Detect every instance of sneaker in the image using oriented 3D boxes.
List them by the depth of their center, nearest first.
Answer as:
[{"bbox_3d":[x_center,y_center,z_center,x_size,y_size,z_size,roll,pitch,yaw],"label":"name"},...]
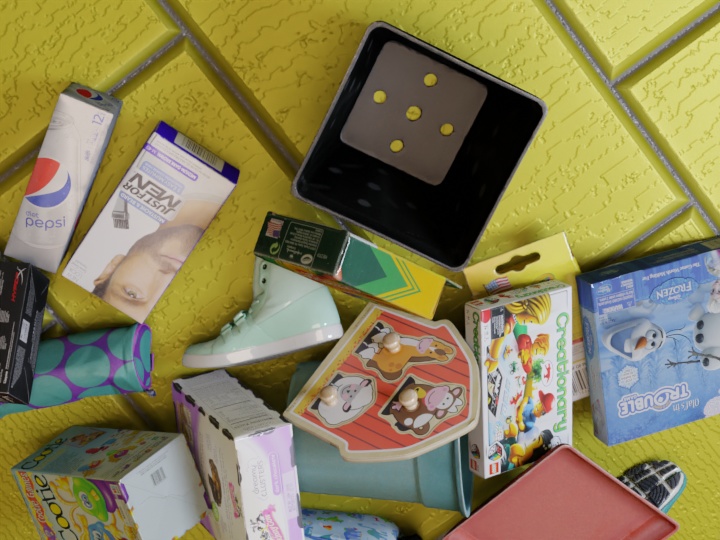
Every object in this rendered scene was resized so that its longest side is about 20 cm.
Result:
[{"bbox_3d":[-0.121,0.044,1.745,0.200,0.074,0.118,-16,83,20],"label":"sneaker"},{"bbox_3d":[0.327,0.310,1.831,0.080,0.078,0.200,23,111,-30],"label":"sneaker"}]

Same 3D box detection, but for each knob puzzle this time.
[{"bbox_3d":[0.039,0.122,1.627,0.220,0.220,0.030,-16,136,6],"label":"knob puzzle"}]

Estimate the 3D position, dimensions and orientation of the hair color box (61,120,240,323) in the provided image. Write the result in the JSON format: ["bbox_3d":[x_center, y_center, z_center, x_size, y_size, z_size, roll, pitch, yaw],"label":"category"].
[{"bbox_3d":[-0.234,-0.053,1.707,0.109,0.065,0.200,32,107,-10],"label":"hair color box"}]

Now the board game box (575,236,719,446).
[{"bbox_3d":[0.350,0.079,1.727,0.200,0.043,0.199,-15,110,-15],"label":"board game box"}]

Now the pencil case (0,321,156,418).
[{"bbox_3d":[-0.337,0.117,1.752,0.200,0.085,0.092,-10,153,4],"label":"pencil case"}]

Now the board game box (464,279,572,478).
[{"bbox_3d":[0.177,0.120,1.693,0.126,0.035,0.200,-14,111,-30],"label":"board game box"}]

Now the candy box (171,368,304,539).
[{"bbox_3d":[-0.139,0.224,1.722,0.072,0.200,0.168,-13,110,-24],"label":"candy box"}]

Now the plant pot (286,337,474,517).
[{"bbox_3d":[0.025,0.176,1.724,0.196,0.200,0.200,0,108,9],"label":"plant pot"}]

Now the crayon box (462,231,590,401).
[{"bbox_3d":[0.207,0.058,1.747,0.127,0.051,0.200,-20,108,6],"label":"crayon box"}]

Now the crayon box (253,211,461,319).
[{"bbox_3d":[0.000,0.000,1.632,0.200,0.127,0.051,23,84,-46],"label":"crayon box"}]

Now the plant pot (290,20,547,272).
[{"bbox_3d":[0.058,-0.149,1.614,0.199,0.177,0.200,25,108,-8],"label":"plant pot"}]

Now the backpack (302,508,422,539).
[{"bbox_3d":[-0.028,0.350,1.801,0.200,0.163,0.154,-7,100,10],"label":"backpack"}]

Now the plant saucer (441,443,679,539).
[{"bbox_3d":[0.227,0.291,1.750,0.200,0.037,0.200,36,116,-26],"label":"plant saucer"}]

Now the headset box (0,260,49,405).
[{"bbox_3d":[-0.462,0.063,1.695,0.200,0.077,0.149,3,75,9],"label":"headset box"}]

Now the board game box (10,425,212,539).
[{"bbox_3d":[-0.284,0.249,1.733,0.200,0.105,0.103,-1,114,43],"label":"board game box"}]

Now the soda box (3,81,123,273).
[{"bbox_3d":[-0.329,-0.103,1.688,0.063,0.068,0.200,22,108,-7],"label":"soda box"}]
